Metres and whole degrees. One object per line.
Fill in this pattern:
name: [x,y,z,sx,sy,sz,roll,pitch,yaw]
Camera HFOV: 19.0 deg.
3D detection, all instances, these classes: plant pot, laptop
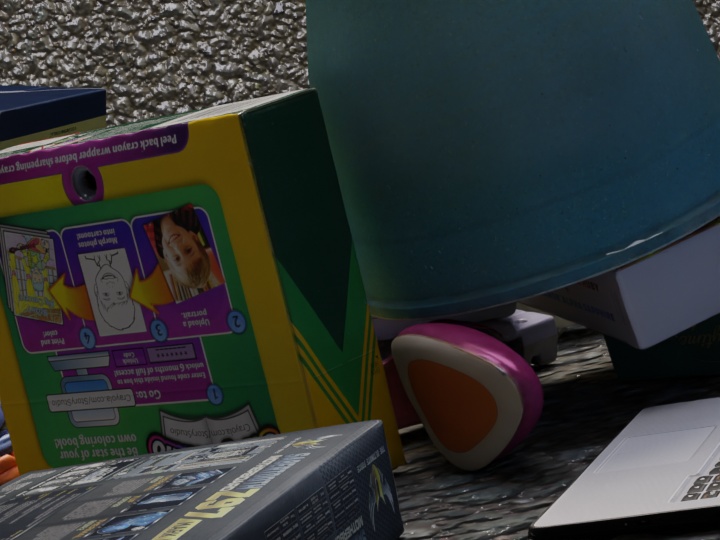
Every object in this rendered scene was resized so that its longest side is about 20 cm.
plant pot: [0.060,-0.103,0.983,0.200,0.188,0.200,-21,13,5]
laptop: [0.171,0.012,0.807,0.200,0.116,0.187,-10,6,22]

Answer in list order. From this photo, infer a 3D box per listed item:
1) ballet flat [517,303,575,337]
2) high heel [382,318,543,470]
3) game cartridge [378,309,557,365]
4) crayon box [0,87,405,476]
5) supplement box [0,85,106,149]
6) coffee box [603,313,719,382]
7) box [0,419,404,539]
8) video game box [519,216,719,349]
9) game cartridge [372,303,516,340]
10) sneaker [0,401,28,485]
ballet flat: [0.150,0.004,1.210,0.200,0.073,0.073,-4,8,14]
high heel: [0.060,0.045,0.968,0.096,0.067,0.200,-24,-3,-20]
game cartridge: [-0.010,0.049,1.129,0.200,0.038,0.130,-17,22,-40]
crayon box: [-0.089,0.019,0.987,0.200,0.173,0.058,-7,11,40]
supplement box: [-0.268,-0.020,1.477,0.134,0.200,0.200,3,10,14]
coffee box: [0.216,-0.009,1.075,0.123,0.044,0.200,-6,21,39]
box: [-0.086,0.105,0.763,0.157,0.051,0.200,-11,5,17]
video game box: [0.175,-0.034,1.043,0.200,0.047,0.182,-25,12,-14]
game cartridge: [0.000,0.000,1.188,0.133,0.042,0.200,-6,13,-22]
sneaker: [-0.170,0.045,1.122,0.075,0.079,0.200,-26,14,24]
